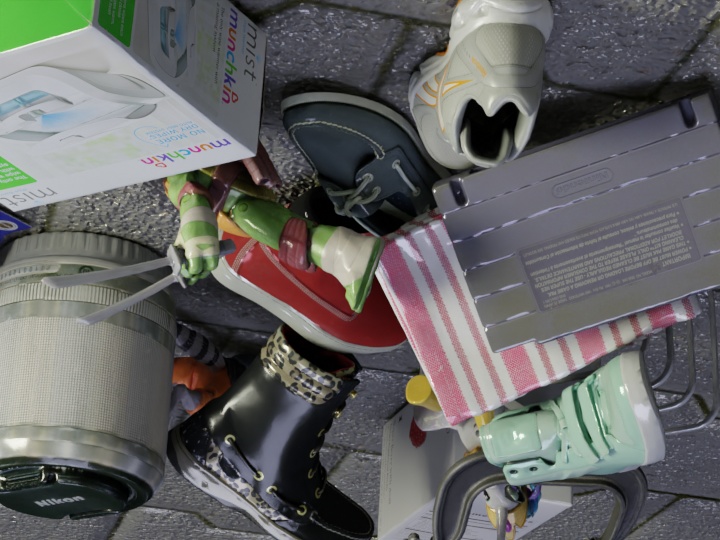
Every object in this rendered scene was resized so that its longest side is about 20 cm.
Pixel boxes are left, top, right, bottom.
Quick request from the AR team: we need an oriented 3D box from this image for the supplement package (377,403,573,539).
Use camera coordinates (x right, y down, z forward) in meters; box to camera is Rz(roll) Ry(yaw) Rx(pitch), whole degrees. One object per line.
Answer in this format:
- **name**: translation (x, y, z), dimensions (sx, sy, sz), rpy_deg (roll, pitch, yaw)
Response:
- **supplement package**: translation (0.104, 0.176, 2.001), dimensions (0.119, 0.122, 0.200), rpy_deg (11, 156, -16)

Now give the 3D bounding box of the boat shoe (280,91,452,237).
- **boat shoe**: translation (0.010, -0.063, 1.523), dimensions (0.073, 0.062, 0.200), rpy_deg (-9, 154, 29)

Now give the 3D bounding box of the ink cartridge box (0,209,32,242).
- **ink cartridge box**: translation (-0.363, -0.018, 1.720), dimensions (0.199, 0.037, 0.095), rpy_deg (-16, 151, 34)

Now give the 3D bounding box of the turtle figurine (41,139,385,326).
- **turtle figurine**: translation (-0.092, -0.004, 1.464), dimensions (0.193, 0.201, 0.144), rpy_deg (20, 147, 4)

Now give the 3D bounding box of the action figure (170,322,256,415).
- **action figure**: translation (-0.097, 0.111, 1.894), dimensions (0.193, 0.105, 0.200), rpy_deg (14, -172, -38)

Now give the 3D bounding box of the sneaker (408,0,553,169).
- **sneaker**: translation (0.072, -0.098, 1.395), dimensions (0.075, 0.092, 0.200), rpy_deg (5, 158, -5)

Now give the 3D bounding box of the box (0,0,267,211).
- **box**: translation (-0.188, -0.130, 1.355), dimensions (0.199, 0.097, 0.176), rpy_deg (-11, 151, 28)

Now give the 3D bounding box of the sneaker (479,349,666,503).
- **sneaker**: translation (0.147, 0.115, 1.537), dimensions (0.118, 0.074, 0.201), rpy_deg (-10, 162, -5)

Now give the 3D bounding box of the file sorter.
- **file sorter**: translation (0.177, 0.038, 1.648), dimensions (0.124, 0.139, 0.200), rpy_deg (-13, 153, 28)

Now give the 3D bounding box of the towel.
- **towel**: translation (0.121, 0.006, 1.512), dimensions (0.199, 0.147, 0.030), rpy_deg (-25, -174, 11)

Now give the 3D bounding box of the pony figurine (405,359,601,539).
- **pony figurine**: translation (0.102, 0.101, 1.781), dimensions (0.166, 0.194, 0.200), rpy_deg (-8, 136, 19)

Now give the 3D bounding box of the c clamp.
- **c clamp**: translation (0.128, 0.207, 1.745), dimensions (0.199, 0.027, 0.172), rpy_deg (-1, 124, -8)

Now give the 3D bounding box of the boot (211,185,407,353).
- **boot**: translation (0.000, 0.000, 1.670), dimensions (0.144, 0.073, 0.200), rpy_deg (-21, 144, 41)

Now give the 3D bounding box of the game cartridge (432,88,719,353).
- **game cartridge**: translation (0.162, -0.030, 1.465), dimensions (0.199, 0.130, 0.038), rpy_deg (-18, -166, 15)

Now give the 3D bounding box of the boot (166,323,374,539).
- **boot**: translation (-0.037, 0.142, 1.765), dimensions (0.203, 0.074, 0.154), rpy_deg (32, 114, -24)

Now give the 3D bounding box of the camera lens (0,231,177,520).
- **camera lens**: translation (-0.230, 0.089, 1.737), dimensions (0.159, 0.201, 0.160), rpy_deg (3, 158, 1)
